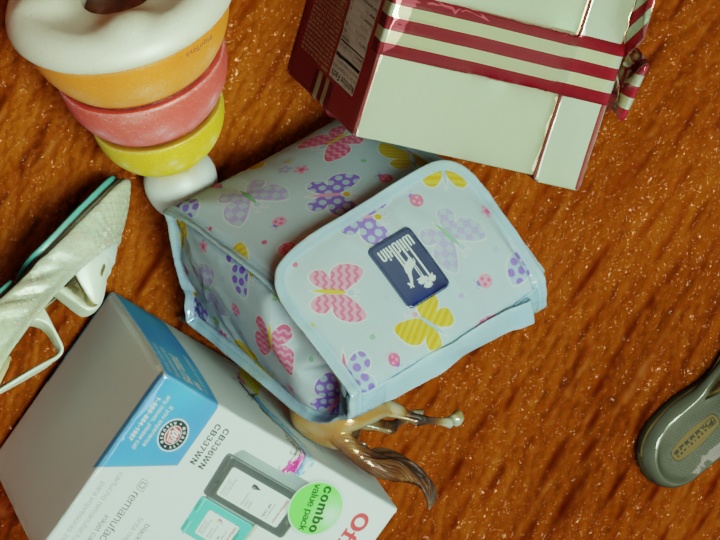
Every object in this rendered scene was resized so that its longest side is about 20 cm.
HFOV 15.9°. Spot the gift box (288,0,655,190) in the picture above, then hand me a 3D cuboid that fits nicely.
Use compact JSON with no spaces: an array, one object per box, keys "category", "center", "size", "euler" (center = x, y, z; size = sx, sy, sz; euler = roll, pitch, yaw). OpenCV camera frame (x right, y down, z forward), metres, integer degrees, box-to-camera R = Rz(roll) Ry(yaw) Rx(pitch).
[{"category":"gift box","center":[0.084,-0.172,1.660],"size":[0.187,0.185,0.200],"euler":[12,110,-22]}]

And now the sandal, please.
[{"category":"sandal","center":[0.286,0.086,1.898],"size":[0.200,0.055,0.082],"euler":[-43,117,-2]}]

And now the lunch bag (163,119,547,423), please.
[{"category":"lunch bag","center":[0.000,0.000,1.652],"size":[0.169,0.200,0.127],"euler":[-29,134,-24]}]

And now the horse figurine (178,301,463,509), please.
[{"category":"horse figurine","center":[-0.017,0.074,1.717],"size":[0.132,0.200,0.050],"euler":[-3,133,-39]}]

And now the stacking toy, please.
[{"category":"stacking toy","center":[-0.135,-0.108,1.648],"size":[0.146,0.146,0.200],"euler":[-23,131,-12]}]

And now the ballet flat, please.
[{"category":"ballet flat","center":[-0.203,0.022,1.655],"size":[0.062,0.067,0.200],"euler":[45,64,-2]}]

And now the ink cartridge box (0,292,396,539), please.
[{"category":"ink cartridge box","center":[-0.111,0.142,1.714],"size":[0.200,0.146,0.147],"euler":[32,97,-28]}]
